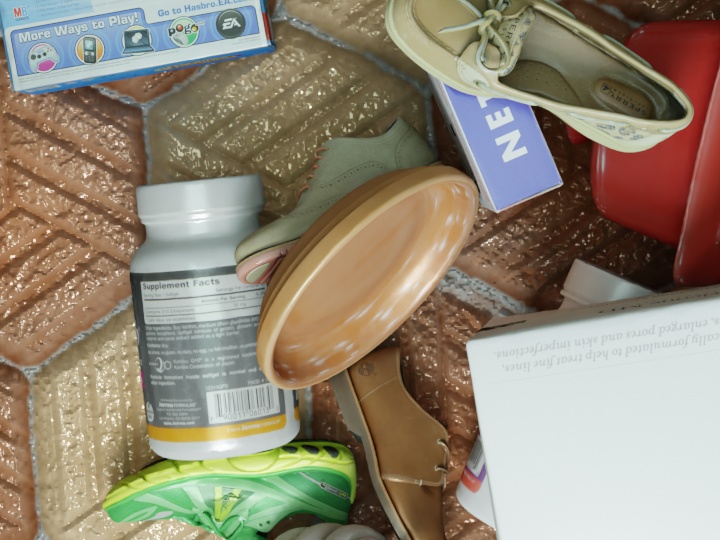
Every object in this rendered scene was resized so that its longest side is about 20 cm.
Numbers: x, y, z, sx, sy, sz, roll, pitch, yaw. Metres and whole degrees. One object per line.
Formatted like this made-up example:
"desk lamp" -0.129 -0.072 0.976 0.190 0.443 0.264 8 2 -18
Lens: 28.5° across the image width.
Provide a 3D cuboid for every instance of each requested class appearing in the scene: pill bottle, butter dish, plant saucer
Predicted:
"pill bottle" -0.110 0.032 1.053 0.116 0.116 0.201 -6 94 4
"pill bottle" 0.157 0.098 1.045 0.111 0.111 0.201 23 96 1
"butter dish" 0.217 -0.099 1.008 0.147 0.200 0.200 16 98 26
"plant saucer" 0.000 0.000 0.997 0.037 0.200 0.200 44 96 21

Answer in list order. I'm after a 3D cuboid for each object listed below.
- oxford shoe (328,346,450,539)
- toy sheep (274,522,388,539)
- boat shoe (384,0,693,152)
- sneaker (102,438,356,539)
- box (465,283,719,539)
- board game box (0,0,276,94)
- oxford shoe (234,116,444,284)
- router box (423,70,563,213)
"oxford shoe" 0.042 0.151 1.063 0.071 0.071 0.201 -22 79 -1
"toy sheep" -0.026 0.249 1.026 0.199 0.138 0.138 -23 93 32
"boat shoe" 0.112 -0.135 0.877 0.199 0.063 0.074 20 85 -10
"sneaker" -0.101 0.179 1.084 0.199 0.074 0.084 -6 90 3
"box" 0.186 0.118 0.910 0.198 0.131 0.201 -9 93 13
"board game box" -0.177 -0.247 1.064 0.199 0.056 0.197 -9 94 4
"oxford shoe" -0.023 -0.051 1.031 0.200 0.071 0.074 -29 83 -39
"router box" 0.074 -0.141 0.996 0.049 0.180 0.201 -23 94 3
